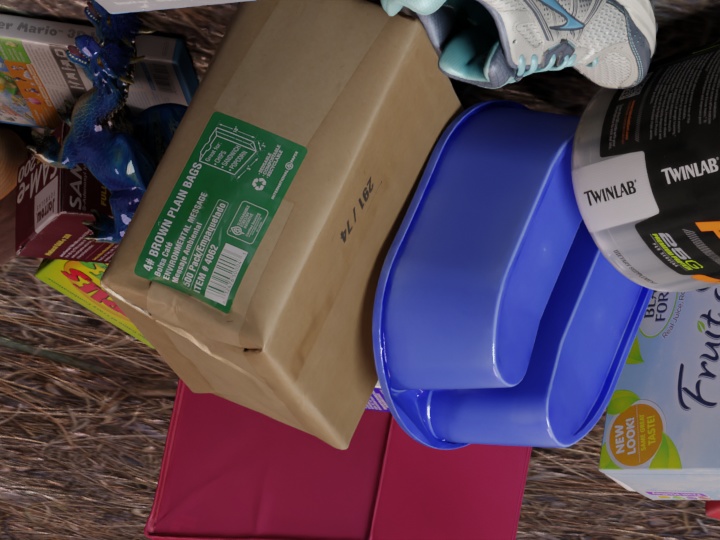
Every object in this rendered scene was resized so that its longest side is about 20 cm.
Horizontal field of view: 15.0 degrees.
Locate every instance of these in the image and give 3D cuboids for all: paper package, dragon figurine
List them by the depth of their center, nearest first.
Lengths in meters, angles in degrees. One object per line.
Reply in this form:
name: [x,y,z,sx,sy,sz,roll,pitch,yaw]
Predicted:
paper package: [-0.031,-0.032,1.461,0.103,0.201,0.191,21,165,21]
dragon figurine: [-0.120,-0.058,1.540,0.099,0.059,0.201,-12,116,46]

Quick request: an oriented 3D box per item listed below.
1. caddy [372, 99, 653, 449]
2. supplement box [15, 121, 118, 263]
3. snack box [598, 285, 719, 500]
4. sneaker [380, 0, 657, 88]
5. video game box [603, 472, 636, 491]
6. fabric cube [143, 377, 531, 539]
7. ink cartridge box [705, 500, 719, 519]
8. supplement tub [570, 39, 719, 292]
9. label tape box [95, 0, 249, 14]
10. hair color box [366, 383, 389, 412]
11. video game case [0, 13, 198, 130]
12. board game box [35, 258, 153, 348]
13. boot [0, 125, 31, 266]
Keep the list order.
caddy: [0.078,0.003,1.482,0.105,0.201,0.141,5,150,39]
supplement box: [-0.102,-0.040,1.673,0.199,0.061,0.109,5,165,-21]
snack box: [0.227,0.023,1.496,0.168,0.201,0.068,-3,158,39]
sneaker: [0.070,-0.122,1.330,0.077,0.087,0.200,-5,156,42]
video game box: [0.244,0.036,1.556,0.199,0.183,0.047,-2,156,33]
fabric cube: [-0.010,0.134,1.985,0.199,0.197,0.199,0,160,33]
ink cartridge box: [0.333,0.089,1.728,0.144,0.146,0.200,17,161,-16]
supplement tub: [0.210,-0.062,1.376,0.122,0.123,0.200,21,159,-30]
label tape box: [-0.111,-0.192,1.263,0.143,0.067,0.200,-1,161,32]
hair color box: [0.022,0.034,1.802,0.199,0.110,0.065,7,162,15]
video game case: [-0.193,-0.116,1.620,0.199,0.018,0.143,8,163,8]
board game box: [-0.138,-0.011,1.823,0.101,0.048,0.200,32,157,-13]
boot: [-0.284,-0.018,1.765,0.199,0.073,0.166,-32,156,11]
